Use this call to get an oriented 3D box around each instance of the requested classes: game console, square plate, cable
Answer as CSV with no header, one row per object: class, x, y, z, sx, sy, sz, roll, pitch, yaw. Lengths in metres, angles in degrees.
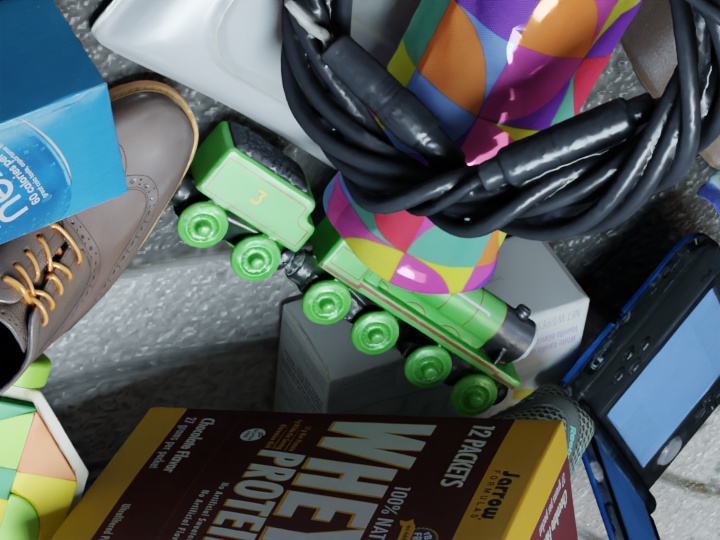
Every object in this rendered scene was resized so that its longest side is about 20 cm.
game console,0.174,0.102,1.252,0.171,0.118,0.200,-50,156,-4
square plate,0.018,-0.129,1.023,0.198,0.028,0.200,-46,141,15
cable,0.055,-0.086,0.925,0.051,0.200,0.163,-33,135,-61

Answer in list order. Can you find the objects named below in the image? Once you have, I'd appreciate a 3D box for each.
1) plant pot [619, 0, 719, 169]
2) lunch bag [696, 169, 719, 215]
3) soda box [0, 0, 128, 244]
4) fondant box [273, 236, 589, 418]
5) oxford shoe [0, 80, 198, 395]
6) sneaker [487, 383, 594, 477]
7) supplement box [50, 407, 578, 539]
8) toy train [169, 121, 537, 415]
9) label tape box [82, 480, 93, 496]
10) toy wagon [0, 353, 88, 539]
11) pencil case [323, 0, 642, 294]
plant pot,0.229,-0.130,1.056,0.200,0.200,0.198,17,127,-45
lunch bag,0.292,-0.049,1.225,0.170,0.127,0.200,-48,145,17
soda box,-0.196,-0.034,0.935,0.200,0.068,0.064,-23,141,-14
fondant box,0.029,0.085,1.234,0.144,0.058,0.200,-17,140,-22
oxford shoe,-0.132,0.004,0.986,0.200,0.073,0.071,-49,114,-10
sneaker,0.052,0.124,1.180,0.091,0.078,0.200,-38,173,-42
supplement box,-0.010,0.179,1.078,0.200,0.133,0.197,1,117,20
toy train,0.000,0.000,1.089,0.200,0.042,0.056,32,109,-27
label tape box,-0.187,0.186,1.179,0.200,0.066,0.143,-44,140,16
toy wagon,-0.220,0.096,1.033,0.200,0.040,0.155,12,102,-27
pencil case,0.056,-0.083,1.005,0.088,0.088,0.200,3,128,-38
